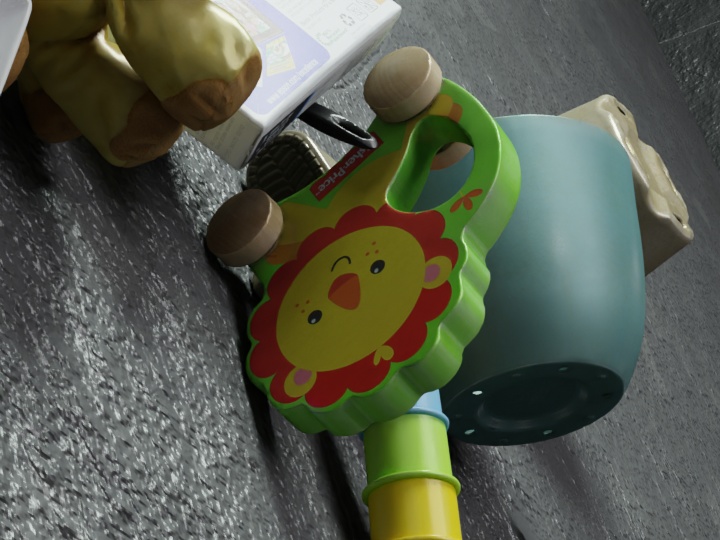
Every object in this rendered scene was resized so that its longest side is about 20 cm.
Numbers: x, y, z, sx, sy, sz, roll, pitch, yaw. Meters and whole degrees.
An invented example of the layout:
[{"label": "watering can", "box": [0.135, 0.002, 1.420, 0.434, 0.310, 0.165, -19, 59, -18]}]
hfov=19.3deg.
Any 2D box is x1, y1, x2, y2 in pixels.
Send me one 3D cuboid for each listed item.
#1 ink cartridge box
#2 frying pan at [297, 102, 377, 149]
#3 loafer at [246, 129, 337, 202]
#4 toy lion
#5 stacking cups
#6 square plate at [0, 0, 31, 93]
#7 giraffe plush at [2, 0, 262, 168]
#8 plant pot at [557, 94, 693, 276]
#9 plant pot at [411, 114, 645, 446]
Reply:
[{"label": "ink cartridge box", "box": [-0.096, -0.165, 1.194, 0.200, 0.043, 0.198, 39, 35, 3]}, {"label": "frying pan", "box": [-0.072, -0.117, 1.245, 0.189, 0.031, 0.115, 21, 29, 1]}, {"label": "loafer", "box": [0.000, 0.000, 1.336, 0.068, 0.075, 0.201, 9, 51, -62]}, {"label": "toy lion", "box": [0.012, -0.008, 1.188, 0.069, 0.200, 0.192, 47, 1, -41]}, {"label": "stacking cups", "box": [0.025, 0.076, 1.227, 0.060, 0.060, 0.201, 39, 38, -49]}, {"label": "square plate", "box": [-0.222, -0.093, 0.813, 0.198, 0.028, 0.201, 46, 43, -37]}, {"label": "giraffe plush", "box": [-0.162, -0.141, 1.001, 0.162, 0.172, 0.201, -19, 88, -52]}, {"label": "plant pot", "box": [0.152, -0.037, 1.666, 0.201, 0.183, 0.201, 52, 17, -23]}, {"label": "plant pot", "box": [0.099, 0.019, 1.409, 0.200, 0.199, 0.162, 37, 37, -53]}]
